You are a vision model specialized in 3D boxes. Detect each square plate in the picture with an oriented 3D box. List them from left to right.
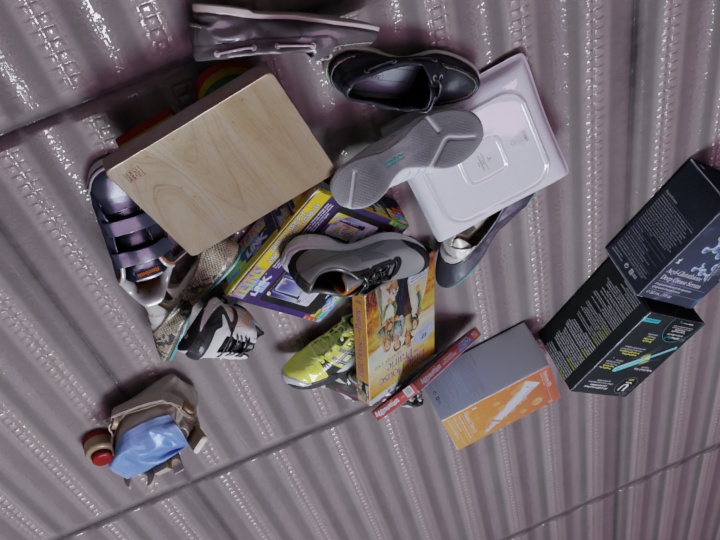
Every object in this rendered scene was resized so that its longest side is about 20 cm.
[{"bbox_3d":[0.152,-0.145,1.279,0.197,0.028,0.200,-27,128,5],"label":"square plate"}]

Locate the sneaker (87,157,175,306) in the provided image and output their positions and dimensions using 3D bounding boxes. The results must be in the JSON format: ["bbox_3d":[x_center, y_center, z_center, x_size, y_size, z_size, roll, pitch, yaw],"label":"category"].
[{"bbox_3d":[-0.259,-0.040,1.172,0.078,0.080,0.200,-18,140,-8],"label":"sneaker"}]

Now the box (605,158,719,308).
[{"bbox_3d":[0.511,-0.052,1.567,0.148,0.107,0.200,11,129,-37],"label":"box"}]

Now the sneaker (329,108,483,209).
[{"bbox_3d":[0.050,-0.140,1.206,0.200,0.080,0.071,-25,106,-6],"label":"sneaker"}]

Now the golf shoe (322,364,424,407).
[{"bbox_3d":[0.022,0.175,1.603,0.088,0.078,0.200,-25,145,33],"label":"golf shoe"}]

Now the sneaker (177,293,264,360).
[{"bbox_3d":[-0.169,0.078,1.277,0.074,0.080,0.200,-52,179,11],"label":"sneaker"}]

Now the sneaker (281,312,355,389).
[{"bbox_3d":[-0.030,0.103,1.483,0.199,0.075,0.077,-28,136,-14],"label":"sneaker"}]

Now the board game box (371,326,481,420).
[{"bbox_3d":[0.104,0.156,1.553,0.103,0.019,0.200,-40,176,40],"label":"board game box"}]

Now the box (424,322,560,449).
[{"bbox_3d":[0.219,0.196,1.700,0.199,0.098,0.125,-28,142,3],"label":"box"}]

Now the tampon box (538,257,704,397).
[{"bbox_3d":[0.429,0.097,1.679,0.149,0.127,0.200,11,130,-37],"label":"tampon box"}]

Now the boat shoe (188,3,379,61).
[{"bbox_3d":[-0.079,-0.237,1.041,0.199,0.067,0.057,1,107,-21],"label":"boat shoe"}]

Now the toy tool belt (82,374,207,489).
[{"bbox_3d":[-0.309,0.249,1.444,0.200,0.123,0.125,-34,141,12],"label":"toy tool belt"}]

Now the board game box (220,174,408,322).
[{"bbox_3d":[-0.063,-0.030,1.312,0.165,0.057,0.200,20,124,-41],"label":"board game box"}]

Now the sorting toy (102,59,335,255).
[{"bbox_3d":[-0.156,-0.132,1.115,0.198,0.070,0.200,-30,149,4],"label":"sorting toy"}]

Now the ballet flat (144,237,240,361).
[{"bbox_3d":[-0.229,0.026,1.289,0.075,0.068,0.200,27,115,-21],"label":"ballet flat"}]

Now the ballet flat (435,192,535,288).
[{"bbox_3d":[0.155,-0.062,1.388,0.073,0.073,0.200,21,117,-44],"label":"ballet flat"}]

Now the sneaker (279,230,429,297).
[{"bbox_3d":[0.000,0.000,1.273,0.199,0.079,0.074,-4,135,-27],"label":"sneaker"}]

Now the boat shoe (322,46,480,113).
[{"bbox_3d":[0.058,-0.211,1.152,0.199,0.066,0.075,6,130,-30],"label":"boat shoe"}]

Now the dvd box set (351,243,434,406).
[{"bbox_3d":[0.050,0.078,1.439,0.146,0.029,0.201,-31,134,-35],"label":"dvd box set"}]
